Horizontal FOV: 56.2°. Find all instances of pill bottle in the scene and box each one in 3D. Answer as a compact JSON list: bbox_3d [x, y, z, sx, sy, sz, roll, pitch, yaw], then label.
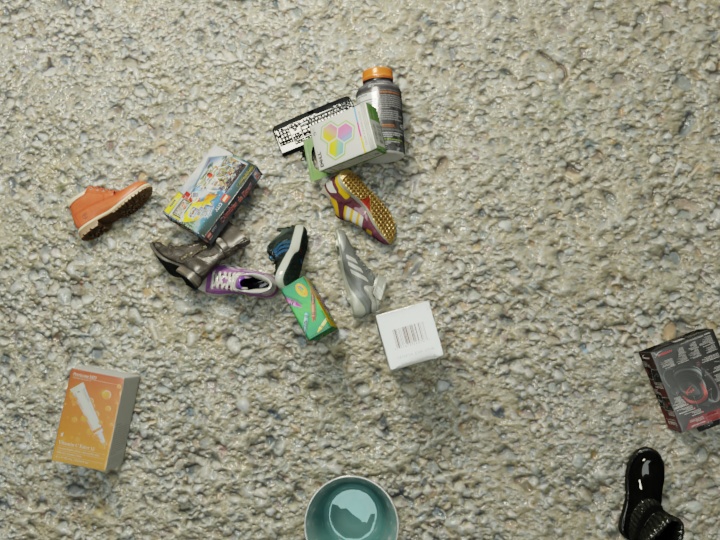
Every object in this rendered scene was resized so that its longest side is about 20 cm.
[{"bbox_3d":[0.044,-0.352,1.524,0.105,0.106,0.203,-3,85,2],"label":"pill bottle"}]

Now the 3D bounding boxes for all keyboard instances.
[{"bbox_3d":[-0.099,-0.328,1.560,0.198,0.040,0.105,-24,83,1],"label":"keyboard"}]

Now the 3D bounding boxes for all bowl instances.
[{"bbox_3d":[-0.017,0.531,1.442,0.198,0.105,0.204,0,85,2],"label":"bowl"}]

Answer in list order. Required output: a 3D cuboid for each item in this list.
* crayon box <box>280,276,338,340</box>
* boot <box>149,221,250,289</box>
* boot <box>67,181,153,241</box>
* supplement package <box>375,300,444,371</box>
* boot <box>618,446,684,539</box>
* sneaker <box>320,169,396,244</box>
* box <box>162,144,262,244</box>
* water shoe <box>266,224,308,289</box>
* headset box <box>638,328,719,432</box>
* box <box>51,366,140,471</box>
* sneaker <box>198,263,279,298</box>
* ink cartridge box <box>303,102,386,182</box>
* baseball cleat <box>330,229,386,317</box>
[{"bbox_3d":[-0.105,0.085,1.440,0.058,0.200,0.120,-30,84,-1],"label":"crayon box"},{"bbox_3d":[-0.362,-0.057,1.529,0.199,0.070,0.174,31,67,29],"label":"boot"},{"bbox_3d":[-0.577,-0.165,1.547,0.199,0.075,0.108,-31,79,0],"label":"boot"},{"bbox_3d":[0.100,0.139,1.427,0.116,0.200,0.119,-16,84,0],"label":"supplement package"},{"bbox_3d":[0.608,0.484,1.397,0.078,0.158,0.214,10,85,3],"label":"boot"},{"bbox_3d":[-0.003,-0.132,1.529,0.090,0.075,0.201,-28,106,41],"label":"sneaker"},{"bbox_3d":[-0.332,-0.173,1.516,0.136,0.038,0.201,28,76,24],"label":"box"},{"bbox_3d":[-0.170,-0.026,1.481,0.078,0.201,0.072,-1,126,12],"label":"water shoe"},{"bbox_3d":[0.717,0.246,1.458,0.147,0.075,0.202,-21,84,0],"label":"headset box"},{"bbox_3d":[-0.579,0.322,1.486,0.123,0.097,0.203,10,85,3],"label":"box"},{"bbox_3d":[-0.284,0.020,1.497,0.198,0.114,0.074,3,86,4],"label":"sneaker"},{"bbox_3d":[-0.049,-0.277,1.473,0.198,0.059,0.105,-17,81,26],"label":"ink cartridge box"},{"bbox_3d":[0.000,0.000,1.519,0.105,0.070,0.202,-13,94,-6],"label":"baseball cleat"}]
